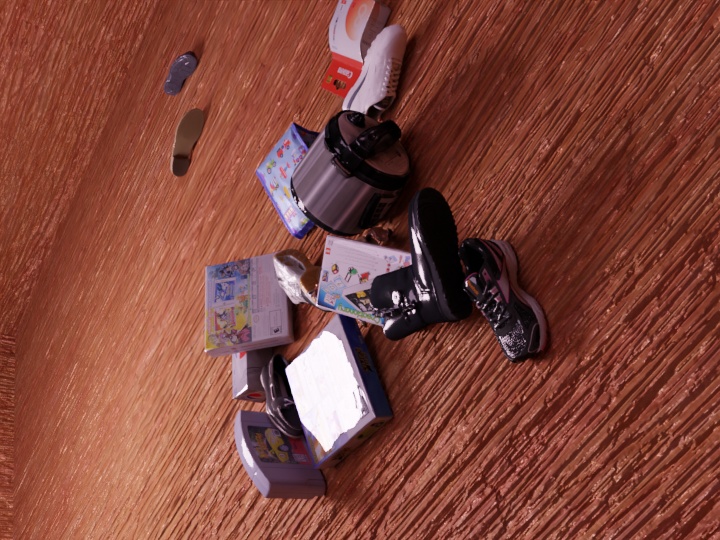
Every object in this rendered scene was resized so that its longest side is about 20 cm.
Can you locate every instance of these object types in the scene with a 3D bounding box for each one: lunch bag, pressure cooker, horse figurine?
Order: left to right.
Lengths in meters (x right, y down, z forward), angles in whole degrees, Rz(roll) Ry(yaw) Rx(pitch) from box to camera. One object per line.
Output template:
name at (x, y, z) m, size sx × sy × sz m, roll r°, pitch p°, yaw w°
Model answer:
lunch bag at (-0.121, -0.177, 1.549) m, size 0.151 × 0.094 × 0.201 m, roll -45°, pitch 53°, yaw 32°
pressure cooker at (-0.010, -0.180, 1.298) m, size 0.200 × 0.177 × 0.177 m, roll -49°, pitch 38°, yaw 33°
horse figurine at (0.000, 0.000, 1.307) m, size 0.133 × 0.050 × 0.201 m, roll 44°, pitch 113°, yaw 39°

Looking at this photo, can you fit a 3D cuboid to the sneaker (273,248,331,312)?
sneaker at (-0.098, 0.035, 1.448) m, size 0.200 × 0.075 × 0.088 m, roll 40°, pitch 141°, yaw 44°

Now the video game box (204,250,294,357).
video game box at (-0.233, 0.069, 1.546) m, size 0.180 × 0.047 × 0.202 m, roll -10°, pitch 61°, yaw 7°

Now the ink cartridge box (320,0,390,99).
ink cartridge box at (-0.029, -0.473, 1.560) m, size 0.162 × 0.050 × 0.201 m, roll 41°, pitch 107°, yaw 54°

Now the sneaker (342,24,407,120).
sneaker at (0.044, -0.361, 1.402) m, size 0.081 × 0.076 × 0.201 m, roll 46°, pitch 120°, yaw 40°

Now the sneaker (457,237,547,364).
sneaker at (0.180, 0.037, 1.016) m, size 0.080 × 0.086 × 0.201 m, roll -50°, pitch 41°, yaw 33°

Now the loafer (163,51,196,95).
loafer at (-0.593, -0.658, 2.432) m, size 0.200 × 0.071 × 0.064 m, roll -39°, pitch 43°, yaw 45°

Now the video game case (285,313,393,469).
video game case at (-0.043, 0.209, 1.282) m, size 0.181 × 0.045 × 0.201 m, roll -46°, pitch 51°, yaw 34°

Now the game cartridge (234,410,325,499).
game cartridge at (-0.154, 0.327, 1.337) m, size 0.200 × 0.132 × 0.041 m, roll 52°, pitch 126°, yaw 50°

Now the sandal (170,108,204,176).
sandal at (-0.535, -0.393, 2.231) m, size 0.070 × 0.077 × 0.214 m, roll 36°, pitch 112°, yaw 48°

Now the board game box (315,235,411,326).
board game box at (0.015, 0.019, 1.241) m, size 0.199 × 0.034 × 0.128 m, roll 14°, pitch 97°, yaw 38°

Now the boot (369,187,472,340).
boot at (0.071, -0.004, 1.103) m, size 0.167 × 0.076 × 0.202 m, roll -19°, pitch 84°, yaw 48°

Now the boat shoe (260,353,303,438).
boat shoe at (-0.148, 0.235, 1.426) m, size 0.057 × 0.066 × 0.200 m, roll -64°, pitch 31°, yaw 22°

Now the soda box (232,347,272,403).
soda box at (-0.228, 0.172, 1.567) m, size 0.063 × 0.068 × 0.202 m, roll -37°, pitch 48°, yaw 42°
